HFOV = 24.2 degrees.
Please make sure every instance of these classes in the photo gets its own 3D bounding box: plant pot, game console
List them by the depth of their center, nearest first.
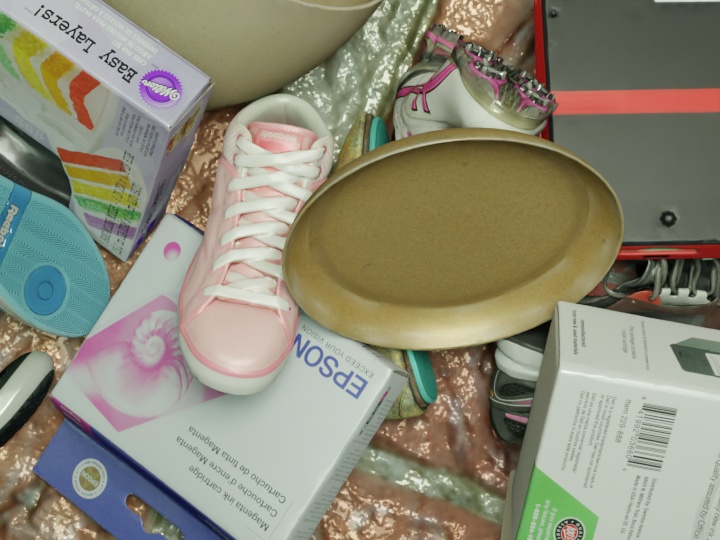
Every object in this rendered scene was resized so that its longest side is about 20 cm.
[{"bbox_3d":[0.052,-0.020,0.977,0.199,0.201,0.028,-9,54,2],"label":"plant pot"},{"bbox_3d":[0.208,-0.096,1.037,0.198,0.031,0.178,-1,81,-2],"label":"game console"},{"bbox_3d":[-0.097,-0.178,1.046,0.200,0.200,0.135,36,122,1],"label":"plant pot"}]

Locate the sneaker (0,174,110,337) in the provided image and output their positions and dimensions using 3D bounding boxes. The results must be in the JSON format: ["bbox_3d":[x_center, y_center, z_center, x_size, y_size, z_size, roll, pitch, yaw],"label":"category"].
[{"bbox_3d":[-0.263,-0.025,1.099,0.200,0.130,0.080,42,65,-33],"label":"sneaker"}]

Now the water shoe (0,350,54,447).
[{"bbox_3d":[-0.289,0.110,1.097,0.200,0.072,0.079,-43,87,1],"label":"water shoe"}]

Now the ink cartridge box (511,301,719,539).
[{"bbox_3d":[0.201,0.116,1.013,0.198,0.084,0.147,11,118,0],"label":"ink cartridge box"}]

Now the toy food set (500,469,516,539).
[{"bbox_3d":[0.186,0.218,1.099,0.198,0.060,0.145,10,79,0],"label":"toy food set"}]

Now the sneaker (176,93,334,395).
[{"bbox_3d":[-0.063,-0.027,1.020,0.075,0.201,0.105,12,136,0],"label":"sneaker"}]

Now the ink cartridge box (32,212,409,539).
[{"bbox_3d":[-0.100,0.096,1.074,0.196,0.043,0.201,33,90,23],"label":"ink cartridge box"}]

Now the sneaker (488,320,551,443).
[{"bbox_3d":[0.175,0.091,1.094,0.199,0.080,0.087,15,113,0],"label":"sneaker"}]

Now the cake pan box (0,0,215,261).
[{"bbox_3d":[-0.192,-0.108,1.040,0.184,0.200,0.052,38,62,1],"label":"cake pan box"}]

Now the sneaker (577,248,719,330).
[{"bbox_3d":[0.195,0.007,1.077,0.198,0.082,0.078,0,91,2],"label":"sneaker"}]

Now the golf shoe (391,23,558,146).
[{"bbox_3d":[0.063,-0.091,1.024,0.072,0.200,0.092,28,98,-11],"label":"golf shoe"}]

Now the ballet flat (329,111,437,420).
[{"bbox_3d":[0.000,0.000,1.095,0.070,0.071,0.202,-11,90,2],"label":"ballet flat"}]
